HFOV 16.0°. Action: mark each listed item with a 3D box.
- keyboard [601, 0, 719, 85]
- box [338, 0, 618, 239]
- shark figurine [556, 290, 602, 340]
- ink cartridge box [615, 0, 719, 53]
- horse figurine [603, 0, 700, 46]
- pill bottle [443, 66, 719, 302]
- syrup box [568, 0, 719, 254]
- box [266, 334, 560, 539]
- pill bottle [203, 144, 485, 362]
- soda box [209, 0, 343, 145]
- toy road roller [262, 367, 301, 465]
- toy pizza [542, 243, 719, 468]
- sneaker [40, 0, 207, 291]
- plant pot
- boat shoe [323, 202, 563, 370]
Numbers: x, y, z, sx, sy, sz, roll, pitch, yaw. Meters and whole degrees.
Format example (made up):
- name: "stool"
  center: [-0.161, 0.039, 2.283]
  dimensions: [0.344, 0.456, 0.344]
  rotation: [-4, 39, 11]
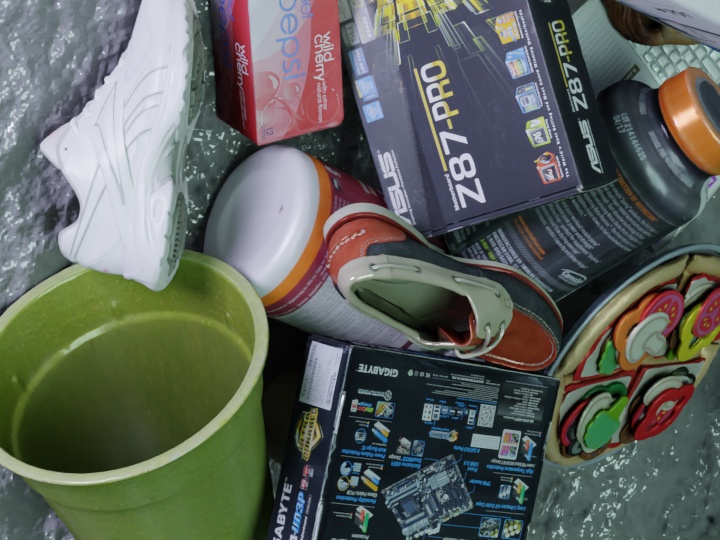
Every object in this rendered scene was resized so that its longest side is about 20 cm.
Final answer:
- name: "keyboard"
  center: [0.186, -0.202, 1.777]
  dimensions: [0.056, 0.011, 0.200]
  rotation: [-41, 105, -7]
- name: "box"
  center: [0.067, -0.132, 1.640]
  dimensions: [0.049, 0.161, 0.201]
  rotation: [-17, 92, -47]
- name: "shark figurine"
  center: [0.176, 0.031, 1.832]
  dimensions: [0.213, 0.089, 0.129]
  rotation: [21, 61, -30]
- name: "ink cartridge box"
  center: [0.225, -0.195, 1.635]
  dimensions: [0.199, 0.146, 0.086]
  rotation: [20, 94, -29]
- name: "horse figurine"
  center: [0.241, -0.207, 1.753]
  dimensions: [0.199, 0.050, 0.133]
  rotation: [-27, 115, -19]
- name: "pill bottle"
  center: [0.159, -0.056, 1.704]
  dimensions: [0.199, 0.107, 0.106]
  rotation: [-31, 130, 26]
- name: "syrup box"
  center: [0.166, -0.110, 1.800]
  dimensions: [0.081, 0.079, 0.200]
  rotation: [-45, 125, -8]
- name: "box"
  center: [0.037, 0.134, 1.688]
  dimensions: [0.199, 0.046, 0.160]
  rotation: [10, 92, -42]
- name: "pill bottle"
  center: [0.000, 0.000, 1.728]
  dimensions: [0.199, 0.109, 0.110]
  rotation: [25, 96, -36]
- name: "soda box"
  center: [-0.057, -0.188, 1.645]
  dimensions: [0.070, 0.063, 0.201]
  rotation: [-15, 116, -25]
- name: "toy road roller"
  center: [0.033, 0.117, 1.796]
  dimensions: [0.146, 0.122, 0.200]
  rotation: [-54, 128, -19]
- name: "toy pizza"
  center: [0.203, 0.067, 1.822]
  dimensions: [0.200, 0.032, 0.201]
  rotation: [-31, 145, -24]
- name: "sneaker"
  center: [-0.153, -0.092, 1.621]
  dimensions: [0.099, 0.078, 0.202]
  rotation: [8, 88, 5]
- name: "plant pot"
  center: [-0.132, 0.122, 1.669]
  dimensions: [0.199, 0.200, 0.191]
  rotation: [-33, 135, -15]
- name: "boat shoe"
  center: [0.058, 0.024, 1.654]
  dimensions: [0.199, 0.063, 0.071]
  rotation: [29, 119, -34]
